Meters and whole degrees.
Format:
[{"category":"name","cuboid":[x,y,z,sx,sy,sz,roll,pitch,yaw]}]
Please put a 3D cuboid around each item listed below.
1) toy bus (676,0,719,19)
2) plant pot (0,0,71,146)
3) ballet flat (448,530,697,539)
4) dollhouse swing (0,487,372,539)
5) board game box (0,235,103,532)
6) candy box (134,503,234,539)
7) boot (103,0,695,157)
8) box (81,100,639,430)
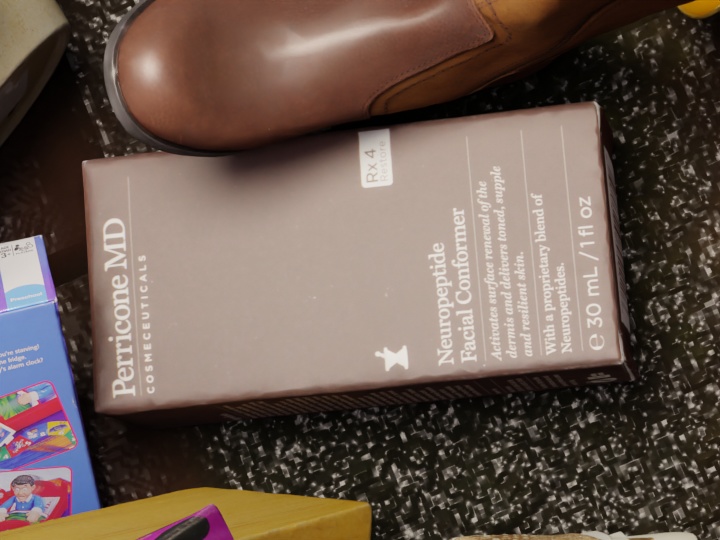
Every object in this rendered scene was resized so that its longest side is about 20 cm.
[{"category":"toy bus","cuboid":[0.198,-0.200,0.725,0.192,0.200,0.136,-20,75,-36]},{"category":"plant pot","cuboid":[-0.220,-0.119,0.780,0.200,0.187,0.188,37,89,-2]},{"category":"ballet flat","cuboid":[0.125,0.136,0.728,0.200,0.071,0.065,29,59,11]},{"category":"dollhouse swing","cuboid":[-0.114,0.182,0.723,0.175,0.181,0.201,6,98,38]},{"category":"board game box","cuboid":[-0.197,0.075,0.720,0.199,0.135,0.045,-12,34,-9]},{"category":"candy box","cuboid":[-0.135,0.145,0.574,0.200,0.136,0.061,-25,89,20]},{"category":"boot","cuboid":[0.037,-0.084,0.662,0.200,0.188,0.069,-8,87,51]},{"category":"box","cuboid":[0.000,0.000,0.760,0.199,0.075,0.101,-7,80,11]}]
